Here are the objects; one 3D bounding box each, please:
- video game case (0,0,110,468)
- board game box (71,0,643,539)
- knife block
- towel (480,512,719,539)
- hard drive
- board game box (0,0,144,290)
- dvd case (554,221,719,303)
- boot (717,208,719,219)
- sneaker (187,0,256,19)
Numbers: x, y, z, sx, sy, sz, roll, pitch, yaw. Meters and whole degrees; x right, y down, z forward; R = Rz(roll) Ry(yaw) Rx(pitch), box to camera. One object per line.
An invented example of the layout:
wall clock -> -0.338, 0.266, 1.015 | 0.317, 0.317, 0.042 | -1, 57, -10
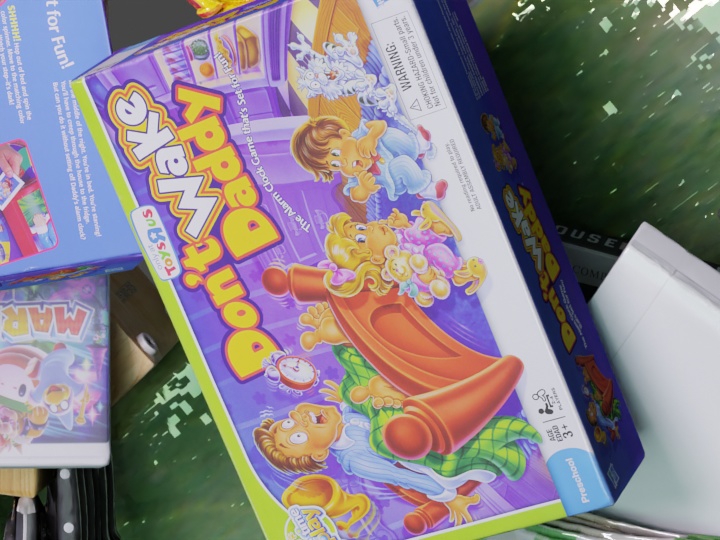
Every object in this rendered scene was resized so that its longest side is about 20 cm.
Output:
video game case -> -0.165, -0.026, 0.986 | 0.142, 0.018, 0.202 | 1, 83, -14
board game box -> 0.000, 0.000, 0.922 | 0.134, 0.045, 0.201 | -18, 102, 26
knife block -> -0.166, 0.049, 1.059 | 0.175, 0.064, 0.200 | -40, 93, 15
towel -> 0.094, 0.155, 0.999 | 0.199, 0.023, 0.153 | 9, 126, 22
hard drive -> 0.153, 0.086, 0.955 | 0.199, 0.026, 0.132 | 35, 132, 5
board game box -> -0.162, -0.090, 0.963 | 0.133, 0.045, 0.202 | -9, 85, -15
dvd case -> 0.093, 0.085, 1.020 | 0.149, 0.025, 0.201 | 15, 113, 14
boot -> 0.242, -0.012, 0.900 | 0.203, 0.073, 0.154 | 36, 100, 7
sneaker -> -0.029, -0.096, 0.970 | 0.200, 0.077, 0.073 | 43, 115, -1
